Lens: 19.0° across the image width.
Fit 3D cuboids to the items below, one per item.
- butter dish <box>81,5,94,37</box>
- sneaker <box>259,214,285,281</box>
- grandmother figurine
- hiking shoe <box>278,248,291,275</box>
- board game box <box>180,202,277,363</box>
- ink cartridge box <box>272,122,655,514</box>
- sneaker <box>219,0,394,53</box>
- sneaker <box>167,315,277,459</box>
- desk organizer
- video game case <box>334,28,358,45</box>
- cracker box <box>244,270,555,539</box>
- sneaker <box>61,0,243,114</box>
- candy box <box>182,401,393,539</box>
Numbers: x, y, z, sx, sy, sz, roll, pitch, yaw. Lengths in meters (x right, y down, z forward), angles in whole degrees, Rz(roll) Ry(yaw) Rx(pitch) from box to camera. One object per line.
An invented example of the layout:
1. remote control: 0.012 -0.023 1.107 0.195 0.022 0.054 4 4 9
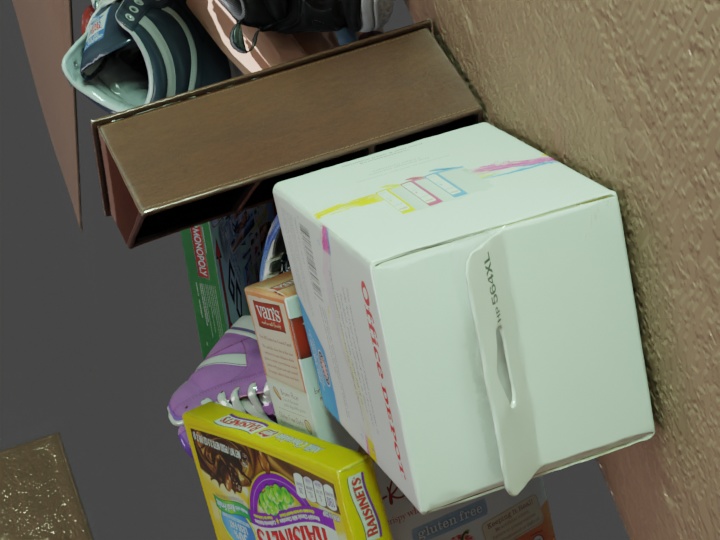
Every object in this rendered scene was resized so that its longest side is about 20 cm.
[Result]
1. butter dish: -0.120 -0.177 1.482 0.199 0.147 0.201 140 113 -75
2. sneaker: -0.049 0.019 1.579 0.201 0.078 0.089 89 158 -50
3. grandmother figurine: -0.032 -0.114 1.275 0.200 0.121 0.061 48 -171 10
4. hiking shoe: -0.016 0.004 1.276 0.086 0.074 0.201 13 -125 -52
5. board game box: -0.084 -0.005 1.622 0.135 0.029 0.201 -56 -31 -44
6. ink cartridge box: 0.052 0.021 1.050 0.200 0.124 0.129 -139 35 -67
7. sneaker: -0.055 -0.224 1.223 0.075 0.113 0.202 180 74 -76
8. sneaker: -0.061 0.092 1.451 0.073 0.114 0.200 54 155 -18
9. desk organizer: -0.037 -0.060 1.162 0.072 0.199 0.077 88 158 -46
10. video game case: -0.083 -0.158 1.365 0.199 0.022 0.183 -13 95 37
11. cracker box: 0.025 0.085 1.209 0.058 0.133 0.201 12 119 61
12. sneaker: -0.151 -0.179 1.327 0.070 0.108 0.201 -36 80 37
13. candy box: -0.037 0.136 1.184 0.200 0.026 0.103 10 120 62
